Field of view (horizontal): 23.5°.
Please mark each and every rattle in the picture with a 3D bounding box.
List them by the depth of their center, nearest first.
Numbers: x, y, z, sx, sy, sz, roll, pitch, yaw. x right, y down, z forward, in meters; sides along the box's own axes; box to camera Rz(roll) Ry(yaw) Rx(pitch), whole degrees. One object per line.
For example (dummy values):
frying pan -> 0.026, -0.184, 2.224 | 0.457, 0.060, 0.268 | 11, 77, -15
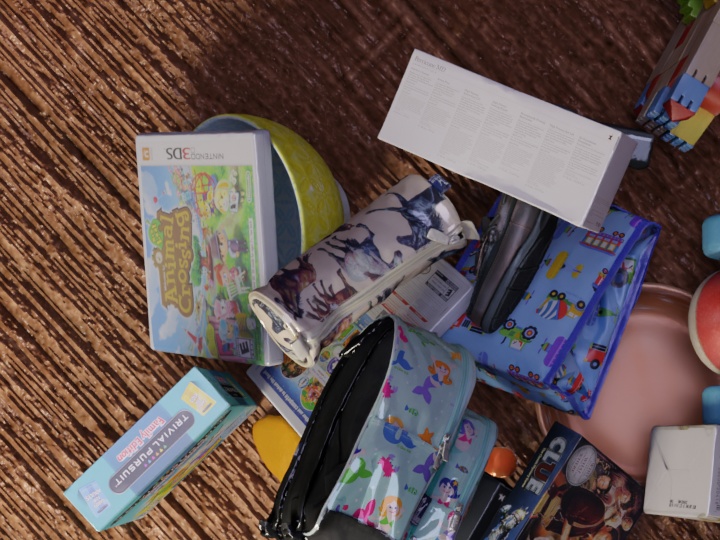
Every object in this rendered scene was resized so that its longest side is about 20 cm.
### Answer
rattle -> 0.023, 0.174, 1.581 | 0.199, 0.143, 0.131 | -22, 112, -17

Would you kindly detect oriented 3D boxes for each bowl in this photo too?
bowl -> -0.074, -0.045, 1.553 | 0.107, 0.200, 0.202 | -10, 83, -40

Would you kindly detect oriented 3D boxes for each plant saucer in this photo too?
plant saucer -> 0.256, 0.112, 1.568 | 0.198, 0.037, 0.202 | 0, 85, 4

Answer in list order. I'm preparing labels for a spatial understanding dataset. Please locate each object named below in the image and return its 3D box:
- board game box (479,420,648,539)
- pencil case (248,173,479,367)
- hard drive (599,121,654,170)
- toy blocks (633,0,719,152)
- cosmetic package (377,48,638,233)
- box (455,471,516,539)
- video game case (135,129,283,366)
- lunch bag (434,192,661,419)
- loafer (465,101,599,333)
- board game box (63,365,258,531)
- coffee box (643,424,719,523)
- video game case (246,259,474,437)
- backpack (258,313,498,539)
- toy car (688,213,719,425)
board game box -> 0.157, 0.245, 1.478 | 0.035, 0.135, 0.201 | 28, 83, 46
pencil case -> 0.000, 0.000, 1.433 | 0.200, 0.089, 0.078 | -37, 118, -23
hard drive -> 0.157, -0.125, 1.541 | 0.198, 0.140, 0.033 | 11, 97, 4
toy blocks -> 0.292, -0.169, 1.498 | 0.100, 0.200, 0.137 | 30, 81, -3
cosmetic package -> 0.119, -0.107, 1.414 | 0.199, 0.051, 0.083 | 26, 97, 27
box -> 0.085, 0.277, 1.507 | 0.079, 0.141, 0.201 | 28, 86, 43
video game case -> -0.136, -0.022, 1.530 | 0.022, 0.181, 0.202 | -9, 98, -40
lunch bag -> 0.165, 0.008, 1.536 | 0.150, 0.094, 0.201 | 19, 77, 37
loafer -> 0.134, -0.047, 1.463 | 0.063, 0.072, 0.201 | 30, 98, 18
board game box -> -0.168, 0.154, 1.507 | 0.151, 0.200, 0.047 | -44, 85, -1
coffee box -> 0.360, 0.183, 1.487 | 0.199, 0.114, 0.080 | 9, 82, -18
video game case -> 0.000, 0.057, 1.551 | 0.200, 0.018, 0.143 | -46, 41, -1
backpack -> 0.023, 0.142, 1.408 | 0.150, 0.177, 0.201 | 20, 77, -12
toy car -> 0.397, 0.041, 1.464 | 0.176, 0.200, 0.186 | 7, 80, -23
